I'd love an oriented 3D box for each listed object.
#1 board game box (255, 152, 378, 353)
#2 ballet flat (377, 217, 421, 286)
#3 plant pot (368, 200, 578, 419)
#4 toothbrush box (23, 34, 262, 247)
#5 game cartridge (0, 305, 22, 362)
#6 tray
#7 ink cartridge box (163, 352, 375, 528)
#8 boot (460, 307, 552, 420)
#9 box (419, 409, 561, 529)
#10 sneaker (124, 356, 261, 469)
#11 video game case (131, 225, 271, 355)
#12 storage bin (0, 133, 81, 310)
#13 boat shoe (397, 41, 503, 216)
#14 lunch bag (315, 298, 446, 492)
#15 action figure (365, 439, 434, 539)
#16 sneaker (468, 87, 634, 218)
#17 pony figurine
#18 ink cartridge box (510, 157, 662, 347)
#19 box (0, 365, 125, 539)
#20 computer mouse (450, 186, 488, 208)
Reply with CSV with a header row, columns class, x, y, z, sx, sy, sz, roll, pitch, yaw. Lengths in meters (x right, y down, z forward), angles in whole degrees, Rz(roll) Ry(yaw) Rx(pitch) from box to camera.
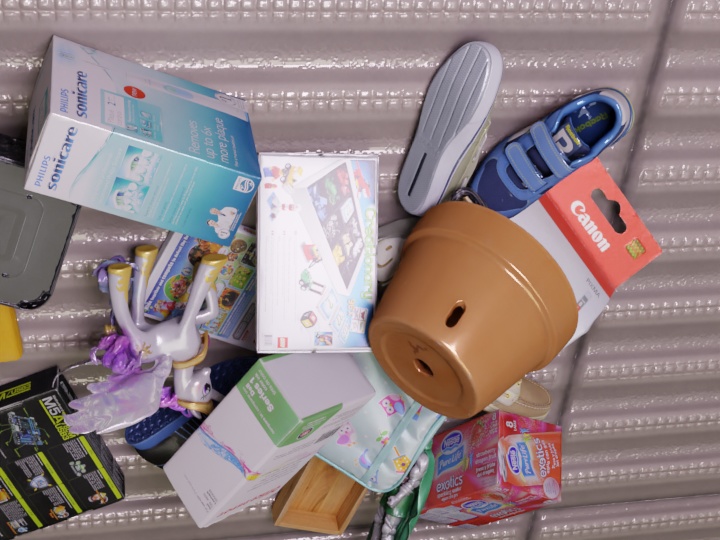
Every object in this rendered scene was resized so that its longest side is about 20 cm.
class,x,y,z,sx,sy,sz,roll,pitch,yaw
board game box,-0.045,-0.018,1.183,0.124,0.035,0.204,1,94,-9
ballet flat,0.000,0.000,1.243,0.197,0.064,0.068,-18,121,-10
plant pot,0.100,0.052,1.165,0.140,0.198,0.202,-47,135,-27
toothbrush box,-0.202,-0.119,1.065,0.197,0.147,0.086,16,122,-23
game cartridge,-0.452,0.019,1.183,0.173,0.033,0.202,-7,129,-9
tray,-0.031,0.251,1.465,0.097,0.037,0.202,14,122,-23
ink cartridge box,-0.100,0.174,1.250,0.200,0.084,0.144,-47,161,29
boot,0.182,0.093,1.374,0.198,0.072,0.155,24,116,-25
box,0.150,0.248,1.417,0.098,0.097,0.200,17,152,-25
sneaker,-0.176,0.169,1.350,0.198,0.071,0.078,-25,134,14
video game case,-0.133,0.018,1.270,0.198,0.018,0.144,20,120,-27
storage bin,-0.374,-0.060,1.079,0.197,0.094,0.137,16,104,-25
boat shoe,0.099,-0.145,1.181,0.061,0.072,0.202,-8,137,-40
lunch bag,0.026,0.144,1.323,0.159,0.077,0.201,34,110,3
action figure,0.047,0.281,1.437,0.054,0.118,0.203,21,94,-22
sneaker,0.193,-0.123,1.189,0.199,0.082,0.074,-37,90,10
pony figurine,-0.224,0.081,1.205,0.190,0.167,0.203,-6,113,-19
ink cartridge box,0.219,-0.011,1.266,0.199,0.050,0.163,-37,105,8
box,-0.399,0.222,1.345,0.191,0.048,0.202,-21,128,0
computer mouse,0.160,-0.010,1.207,0.059,0.034,0.200,-41,113,12
